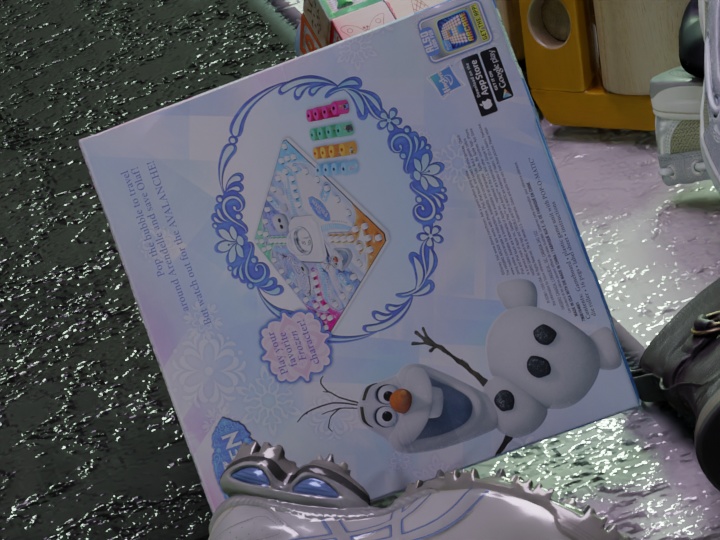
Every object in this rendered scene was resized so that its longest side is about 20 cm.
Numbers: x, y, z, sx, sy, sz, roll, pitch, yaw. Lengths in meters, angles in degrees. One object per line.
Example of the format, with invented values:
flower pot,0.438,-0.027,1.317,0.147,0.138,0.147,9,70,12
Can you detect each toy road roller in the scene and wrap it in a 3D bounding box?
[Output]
toy road roller,0.147,-0.162,1.624,0.200,0.123,0.146,8,23,44

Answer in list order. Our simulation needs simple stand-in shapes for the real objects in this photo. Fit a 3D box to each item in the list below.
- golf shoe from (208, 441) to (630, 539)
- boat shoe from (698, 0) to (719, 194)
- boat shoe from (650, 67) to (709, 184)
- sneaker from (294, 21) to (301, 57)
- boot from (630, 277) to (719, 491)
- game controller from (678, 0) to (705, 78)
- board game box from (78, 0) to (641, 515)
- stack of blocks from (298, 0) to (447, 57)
golf shoe,0.020,0.134,1.158,0.200,0.078,0.097,1,55,33
boat shoe,0.196,-0.101,1.316,0.074,0.065,0.202,-4,51,5
boat shoe,0.243,-0.068,1.423,0.202,0.065,0.074,7,19,32
sneaker,-0.007,-0.112,1.666,0.082,0.074,0.200,-22,24,-20
boot,0.209,0.017,1.220,0.200,0.069,0.174,-29,14,7
game controller,0.262,-0.121,1.407,0.200,0.042,0.104,-2,30,7
board game box,0.000,0.000,1.250,0.199,0.200,0.043,-20,-1,6
stack of blocks,0.019,-0.055,1.384,0.058,0.200,0.115,-22,63,-15
